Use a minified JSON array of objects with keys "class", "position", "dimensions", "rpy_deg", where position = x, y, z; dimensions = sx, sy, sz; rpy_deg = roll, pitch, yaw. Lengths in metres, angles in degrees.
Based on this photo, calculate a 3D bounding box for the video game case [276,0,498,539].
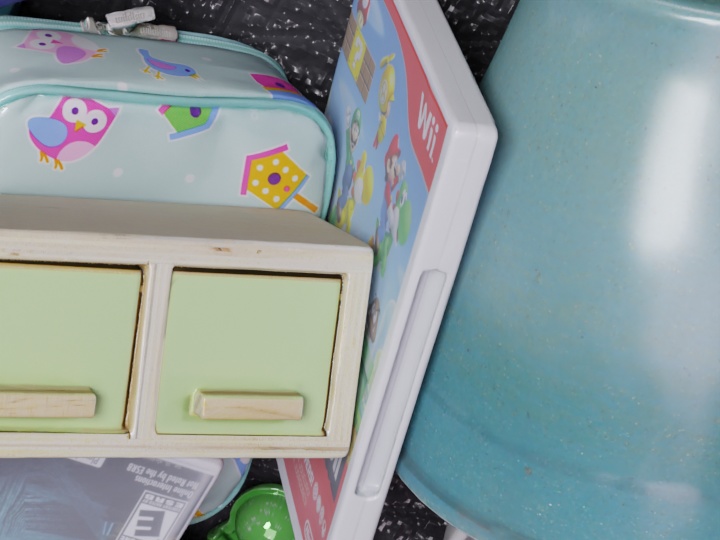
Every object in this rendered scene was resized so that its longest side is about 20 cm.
[{"class":"video game case","position":[0.000,0.000,0.747],"dimensions":[0.017,0.143,0.201],"rpy_deg":[6,122,-16]}]

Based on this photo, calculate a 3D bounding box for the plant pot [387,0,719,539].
[{"class":"plant pot","position":[0.113,-0.019,0.712],"dimensions":[0.198,0.200,0.189],"rpy_deg":[5,116,-1]}]

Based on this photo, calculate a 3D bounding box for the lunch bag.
[{"class":"lunch bag","position":[-0.104,0.000,0.772],"dimensions":[0.159,0.077,0.201],"rpy_deg":[4,118,-25]}]

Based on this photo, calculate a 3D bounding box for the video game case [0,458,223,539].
[{"class":"video game case","position":[-0.177,0.108,0.752],"dimensions":[0.199,0.023,0.182],"rpy_deg":[20,115,-27]}]

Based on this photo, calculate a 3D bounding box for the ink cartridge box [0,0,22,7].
[{"class":"ink cartridge box","position":[-0.084,-0.161,0.678],"dimensions":[0.199,0.042,0.120],"rpy_deg":[-24,120,-35]}]

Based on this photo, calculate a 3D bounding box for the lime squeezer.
[{"class":"lime squeezer","position":[-0.048,0.118,0.858],"dimensions":[0.200,0.071,0.038],"rpy_deg":[-40,92,-14]}]

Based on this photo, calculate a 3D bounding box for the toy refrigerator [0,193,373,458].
[{"class":"toy refrigerator","position":[-0.100,0.018,0.681],"dimensions":[0.198,0.070,0.077],"rpy_deg":[3,102,-26]}]

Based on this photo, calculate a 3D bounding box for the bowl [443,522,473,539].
[{"class":"bowl","position":[0.129,0.135,0.835],"dimensions":[0.198,0.075,0.201],"rpy_deg":[-2,130,3]}]

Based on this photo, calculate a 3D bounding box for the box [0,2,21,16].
[{"class":"box","position":[-0.200,-0.029,0.801],"dimensions":[0.082,0.049,0.201],"rpy_deg":[20,113,-8]}]
